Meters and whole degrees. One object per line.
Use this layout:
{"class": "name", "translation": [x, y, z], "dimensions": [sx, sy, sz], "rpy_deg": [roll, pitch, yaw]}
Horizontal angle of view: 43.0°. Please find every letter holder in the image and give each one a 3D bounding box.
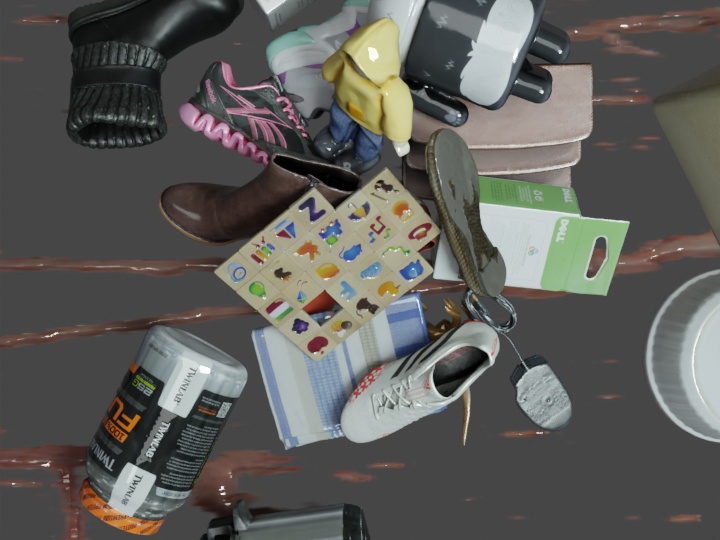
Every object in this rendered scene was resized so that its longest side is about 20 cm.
{"class": "letter holder", "translation": [0.146, -0.147, 1.007], "dimensions": [0.197, 0.101, 0.144], "rpy_deg": [-1, 93, -2]}

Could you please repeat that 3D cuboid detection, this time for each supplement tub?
{"class": "supplement tub", "translation": [-0.216, 0.171, 0.987], "dimensions": [0.122, 0.123, 0.202], "rpy_deg": [27, 89, -2]}

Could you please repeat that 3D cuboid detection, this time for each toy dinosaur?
{"class": "toy dinosaur", "translation": [0.089, 0.085, 1.039], "dimensions": [0.200, 0.060, 0.106], "rpy_deg": [45, 116, 1]}

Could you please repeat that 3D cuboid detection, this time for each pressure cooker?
{"class": "pressure cooker", "translation": [-0.083, 0.341, 0.962], "dimensions": [0.197, 0.180, 0.177], "rpy_deg": [-9, 49, 1]}

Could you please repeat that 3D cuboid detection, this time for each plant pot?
{"class": "plant pot", "translation": [0.470, -0.152, 0.979], "dimensions": [0.198, 0.177, 0.202], "rpy_deg": [-28, 92, -1]}

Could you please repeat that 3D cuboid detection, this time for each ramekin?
{"class": "ramekin", "translation": [0.427, 0.099, 1.021], "dimensions": [0.200, 0.094, 0.205], "rpy_deg": [0, 91, -1]}

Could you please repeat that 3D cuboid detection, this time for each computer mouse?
{"class": "computer mouse", "translation": [0.176, 0.098, 1.033], "dimensions": [0.058, 0.034, 0.201], "rpy_deg": [-33, 100, -3]}

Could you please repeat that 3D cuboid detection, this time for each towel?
{"class": "towel", "translation": [-0.013, 0.112, 1.016], "dimensions": [0.198, 0.024, 0.148], "rpy_deg": [-14, 103, 7]}

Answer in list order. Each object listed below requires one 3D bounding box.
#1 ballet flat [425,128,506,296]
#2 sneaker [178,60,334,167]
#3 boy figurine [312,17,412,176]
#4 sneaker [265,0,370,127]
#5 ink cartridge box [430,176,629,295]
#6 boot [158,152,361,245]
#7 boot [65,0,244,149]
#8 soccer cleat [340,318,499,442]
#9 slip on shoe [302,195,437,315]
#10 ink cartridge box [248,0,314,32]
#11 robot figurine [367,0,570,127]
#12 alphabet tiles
{"class": "ballet flat", "translation": [0.100, -0.055, 0.933], "dimensions": [0.067, 0.046, 0.201], "rpy_deg": [-49, 130, -31]}
{"class": "sneaker", "translation": [-0.097, -0.163, 1.002], "dimensions": [0.198, 0.079, 0.096], "rpy_deg": [28, 96, 0]}
{"class": "boy figurine", "translation": [0.006, -0.165, 0.895], "dimensions": [0.064, 0.200, 0.125], "rpy_deg": [-38, 80, -21]}
{"class": "sneaker", "translation": [0.006, -0.224, 1.005], "dimensions": [0.198, 0.078, 0.141], "rpy_deg": [-23, 97, 23]}
{"class": "ink cartridge box", "translation": [0.182, -0.039, 1.006], "dimensions": [0.197, 0.060, 0.105], "rpy_deg": [6, 126, -1]}
{"class": "boot", "translation": [-0.109, -0.083, 0.961], "dimensions": [0.198, 0.167, 0.073], "rpy_deg": [15, 62, -11]}
{"class": "boot", "translation": [-0.216, -0.221, 0.977], "dimensions": [0.209, 0.080, 0.159], "rpy_deg": [-16, 62, 8]}
{"class": "soccer cleat", "translation": [0.059, 0.122, 0.958], "dimensions": [0.199, 0.085, 0.069], "rpy_deg": [-33, 99, 11]}
{"class": "slip on shoe", "translation": [0.000, 0.000, 1.001], "dimensions": [0.199, 0.074, 0.061], "rpy_deg": [-37, 59, 11]}
{"class": "ink cartridge box", "translation": [-0.063, -0.388, 1.004], "dimensions": [0.199, 0.084, 0.147], "rpy_deg": [-38, 92, 0]}
{"class": "robot figurine", "translation": [0.104, -0.235, 0.895], "dimensions": [0.198, 0.125, 0.152], "rpy_deg": [23, 77, 3]}
{"class": "alphabet tiles", "translation": [-0.022, -0.011, 0.936], "dimensions": [0.199, 0.008, 0.167], "rpy_deg": [-38, 123, 11]}
